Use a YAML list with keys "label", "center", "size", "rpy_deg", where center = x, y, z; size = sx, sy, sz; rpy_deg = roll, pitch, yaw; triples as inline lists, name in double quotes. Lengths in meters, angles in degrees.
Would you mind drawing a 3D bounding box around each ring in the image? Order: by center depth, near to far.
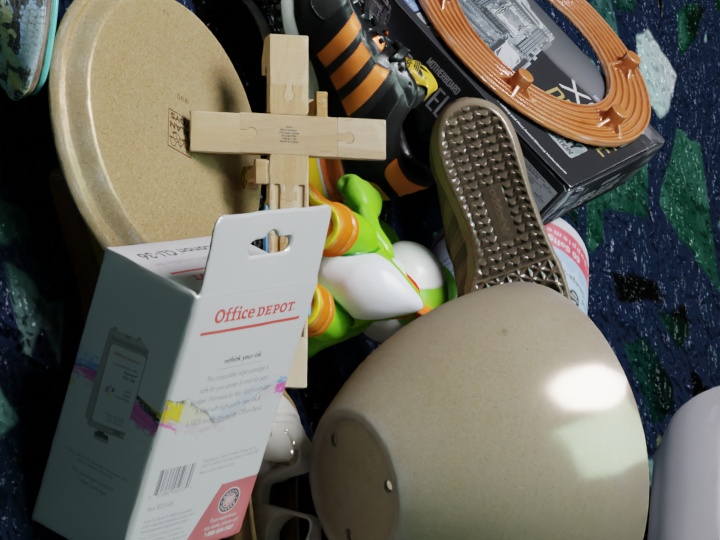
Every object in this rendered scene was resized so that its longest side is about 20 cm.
- label: "ring"
  center: [0.118, -0.162, 1.824]
  size: [0.200, 0.019, 0.200]
  rpy_deg: [29, 32, -20]

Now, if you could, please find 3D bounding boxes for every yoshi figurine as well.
- label: "yoshi figurine"
  center: [-0.014, -0.001, 1.657]
  size: [0.200, 0.112, 0.112]
  rpy_deg: [17, 49, -63]

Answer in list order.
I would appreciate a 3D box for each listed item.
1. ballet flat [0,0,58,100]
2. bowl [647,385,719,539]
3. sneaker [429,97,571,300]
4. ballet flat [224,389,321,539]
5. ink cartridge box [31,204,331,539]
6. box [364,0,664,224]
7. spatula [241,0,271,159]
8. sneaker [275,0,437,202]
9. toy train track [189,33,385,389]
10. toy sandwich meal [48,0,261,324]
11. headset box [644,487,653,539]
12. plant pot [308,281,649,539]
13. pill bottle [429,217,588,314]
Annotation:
- label: "ballet flat"
  center: [-0.195, -0.192, 1.469]
  size: [0.074, 0.074, 0.200]
  rpy_deg: [25, 64, -52]
- label: "bowl"
  center: [0.259, 0.197, 1.871]
  size: [0.200, 0.075, 0.200]
  rpy_deg: [43, 44, -45]
- label: "sneaker"
  center: [0.088, -0.010, 1.679]
  size: [0.076, 0.070, 0.200]
  rpy_deg: [-111, -169, -86]
- label: "ballet flat"
  center: [-0.049, 0.134, 1.592]
  size: [0.069, 0.063, 0.200]
  rpy_deg: [15, 68, -55]
- label: "ink cartridge box"
  center: [-0.094, 0.049, 1.459]
  size: [0.116, 0.067, 0.200]
  rpy_deg: [-8, 120, -58]
- label: "box"
  center: [0.094, -0.127, 1.819]
  size: [0.200, 0.050, 0.158]
  rpy_deg: [48, 32, 11]
- label: "spatula"
  center: [-0.061, -0.140, 1.694]
  size: [0.057, 0.021, 0.200]
  rpy_deg: [-3, 84, -59]
- label: "sneaker"
  center: [0.002, -0.135, 1.682]
  size: [0.070, 0.090, 0.200]
  rpy_deg: [-73, 159, -62]
- label: "toy train track"
  center: [-0.045, -0.032, 1.539]
  size: [0.115, 0.033, 0.200]
  rpy_deg: [2, 82, -17]
- label: "toy sandwich meal"
  center: [-0.127, -0.064, 1.531]
  size: [0.205, 0.070, 0.205]
  rpy_deg: [30, 53, -50]
- label: "headset box"
  center: [0.155, 0.255, 1.845]
  size: [0.174, 0.093, 0.200]
  rpy_deg: [56, 39, -33]
- label: "plant pot"
  center: [0.051, 0.114, 1.559]
  size: [0.134, 0.200, 0.200]
  rpy_deg: [-10, 89, -34]
- label: "pill bottle"
  center: [0.092, 0.060, 1.763]
  size: [0.109, 0.109, 0.200]
  rpy_deg: [51, 32, -37]
